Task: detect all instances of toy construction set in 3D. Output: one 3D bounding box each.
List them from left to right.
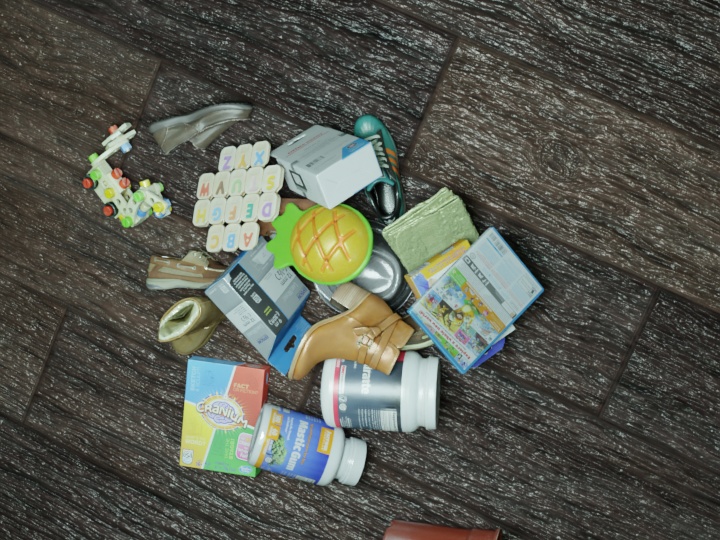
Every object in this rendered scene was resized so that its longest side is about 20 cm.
[{"bbox_3d":[-0.431,-0.166,1.582,0.131,0.092,0.202,-34,80,34],"label":"toy construction set"}]

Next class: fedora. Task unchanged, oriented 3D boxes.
[{"bbox_3d":[0.000,0.000,1.525,0.197,0.090,0.179,21,96,7],"label":"fedora"}]

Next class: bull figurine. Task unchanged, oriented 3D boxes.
[{"bbox_3d":[-0.147,-0.087,1.544,0.197,0.065,0.123,7,114,26],"label":"bull figurine"}]

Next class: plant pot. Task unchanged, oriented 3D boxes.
[{"bbox_3d":[0.133,0.528,1.498,0.192,0.200,0.204,9,95,17],"label":"plant pot"}]

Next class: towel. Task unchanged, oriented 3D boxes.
[{"bbox_3d":[0.137,-0.037,1.483,0.147,0.037,0.201,-29,124,8],"label":"towel"}]

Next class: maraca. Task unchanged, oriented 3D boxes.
[{"bbox_3d":[-0.069,-0.048,1.444,0.197,0.107,0.139,10,82,26],"label":"maraca"}]

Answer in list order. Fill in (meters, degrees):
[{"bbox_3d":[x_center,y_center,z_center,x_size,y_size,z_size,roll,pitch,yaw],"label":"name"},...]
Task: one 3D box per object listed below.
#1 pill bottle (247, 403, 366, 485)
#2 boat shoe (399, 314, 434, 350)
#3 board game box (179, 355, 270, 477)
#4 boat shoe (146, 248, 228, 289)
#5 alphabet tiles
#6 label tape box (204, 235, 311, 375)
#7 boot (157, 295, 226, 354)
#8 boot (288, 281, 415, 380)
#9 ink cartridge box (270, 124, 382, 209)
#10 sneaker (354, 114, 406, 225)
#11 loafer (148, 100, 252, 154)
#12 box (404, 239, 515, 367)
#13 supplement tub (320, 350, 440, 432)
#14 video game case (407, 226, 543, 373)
[{"bbox_3d":[-0.093,0.317,1.537,0.197,0.112,0.114,17,96,-9],"label":"pill bottle"},{"bbox_3d":[0.133,0.075,1.496,0.200,0.075,0.076,-17,132,-9],"label":"boat shoe"},{"bbox_3d":[-0.253,0.270,1.608,0.151,0.040,0.203,6,95,8],"label":"board game box"},{"bbox_3d":[-0.301,-0.003,1.582,0.197,0.076,0.073,-1,91,7],"label":"boat shoe"},{"bbox_3d":[-0.217,-0.130,1.517,0.198,0.015,0.199,-2,75,35],"label":"alphabet tiles"},{"bbox_3d":[-0.155,0.060,1.503,0.200,0.144,0.066,48,128,-10],"label":"label tape box"},{"bbox_3d":[-0.308,0.096,1.522,0.066,0.200,0.175,45,103,5],"label":"boot"},{"bbox_3d":[-0.016,0.132,1.441,0.154,0.074,0.201,35,86,4],"label":"boot"},{"bbox_3d":[-0.064,-0.183,1.485,0.115,0.199,0.067,-33,120,-16],"label":"ink cartridge box"},{"bbox_3d":[0.034,-0.179,1.512,0.070,0.080,0.203,-17,91,10],"label":"sneaker"},{"bbox_3d":[-0.283,-0.259,1.570,0.197,0.073,0.072,-12,102,14],"label":"loafer"},{"bbox_3d":[0.173,0.064,1.446,0.118,0.041,0.202,-32,98,-11],"label":"box"},{"bbox_3d":[0.037,0.208,1.507,0.197,0.140,0.143,2,94,9],"label":"supplement tub"},{"bbox_3d":[0.191,0.049,1.422,0.200,0.018,0.143,-44,103,-9],"label":"video game case"}]
